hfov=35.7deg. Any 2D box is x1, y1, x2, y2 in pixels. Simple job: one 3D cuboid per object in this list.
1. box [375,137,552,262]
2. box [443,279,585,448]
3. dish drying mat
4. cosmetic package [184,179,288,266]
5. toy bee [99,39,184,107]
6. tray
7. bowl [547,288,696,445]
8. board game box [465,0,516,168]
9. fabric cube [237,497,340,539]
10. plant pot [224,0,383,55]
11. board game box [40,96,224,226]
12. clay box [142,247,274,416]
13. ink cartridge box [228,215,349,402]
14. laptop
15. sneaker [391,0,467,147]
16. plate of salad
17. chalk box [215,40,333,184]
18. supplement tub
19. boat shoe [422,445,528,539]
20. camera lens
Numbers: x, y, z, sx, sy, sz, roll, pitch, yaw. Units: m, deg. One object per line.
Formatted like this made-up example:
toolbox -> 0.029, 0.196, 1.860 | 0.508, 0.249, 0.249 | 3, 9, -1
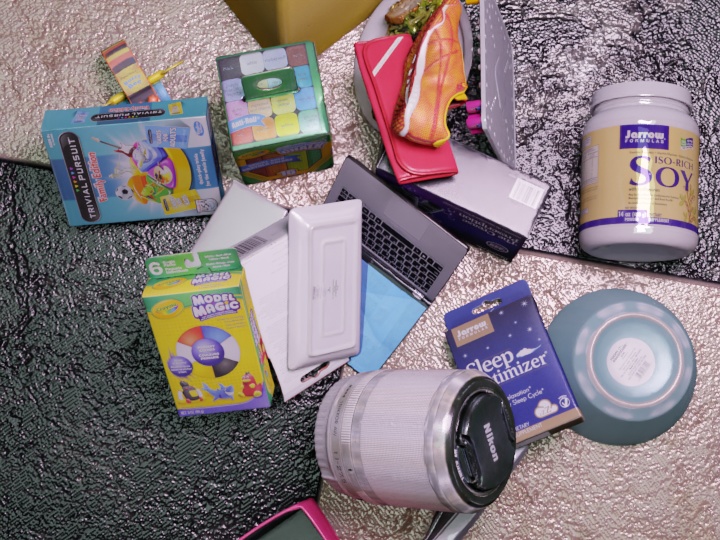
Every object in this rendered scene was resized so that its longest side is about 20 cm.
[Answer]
box -> 0.122, -0.097, 1.388 | 0.200, 0.141, 0.079 | 25, 81, 5
box -> 0.180, 0.114, 1.369 | 0.121, 0.032, 0.200 | -25, 62, 12
dish drying mat -> 0.052, -0.195, 1.329 | 0.077, 0.018, 0.200 | -10, 65, -15
cosmetic package -> -0.169, -0.002, 1.395 | 0.090, 0.107, 0.200 | 28, 81, 4
toy bee -> -0.270, -0.222, 1.431 | 0.200, 0.109, 0.131 | 37, 81, 6
tray -> -0.037, 0.019, 1.342 | 0.107, 0.022, 0.200 | -10, 109, -35
bowl -> 0.327, 0.113, 1.371 | 0.200, 0.105, 0.201 | 0, 80, 0
board game box -> 0.161, -0.228, 1.374 | 0.026, 0.200, 0.200 | -4, 73, 17
fabric cube -> -0.088, 0.395, 1.283 | 0.196, 0.199, 0.200 | -34, 82, -4
plant pot -> -0.081, -0.407, 1.424 | 0.200, 0.176, 0.200 | -38, 83, -6
board game box -> -0.280, -0.134, 1.397 | 0.200, 0.151, 0.047 | -5, 42, 0
clay box -> -0.176, 0.073, 1.291 | 0.115, 0.048, 0.200 | -7, 122, 7
ink cartridge box -> -0.090, 0.047, 1.358 | 0.109, 0.050, 0.200 | -31, 121, -26
laptop -> 0.000, 0.000, 1.385 | 0.187, 0.200, 0.116 | 38, 53, 6
sneaker -> 0.091, -0.231, 1.315 | 0.077, 0.073, 0.200 | 20, 69, -14
plate of salad -> 0.057, -0.267, 1.412 | 0.200, 0.048, 0.200 | -4, 84, 42
chalk box -> -0.104, -0.198, 1.377 | 0.125, 0.200, 0.124 | -10, 81, -1
supplement tub -> 0.346, -0.120, 1.387 | 0.145, 0.145, 0.200 | 3, 81, 1
boat shoe -> 0.122, 0.272, 1.369 | 0.066, 0.070, 0.200 | 37, 84, 19
camera lens -> 0.067, 0.194, 1.295 | 0.200, 0.160, 0.160 | -4, 78, 39
